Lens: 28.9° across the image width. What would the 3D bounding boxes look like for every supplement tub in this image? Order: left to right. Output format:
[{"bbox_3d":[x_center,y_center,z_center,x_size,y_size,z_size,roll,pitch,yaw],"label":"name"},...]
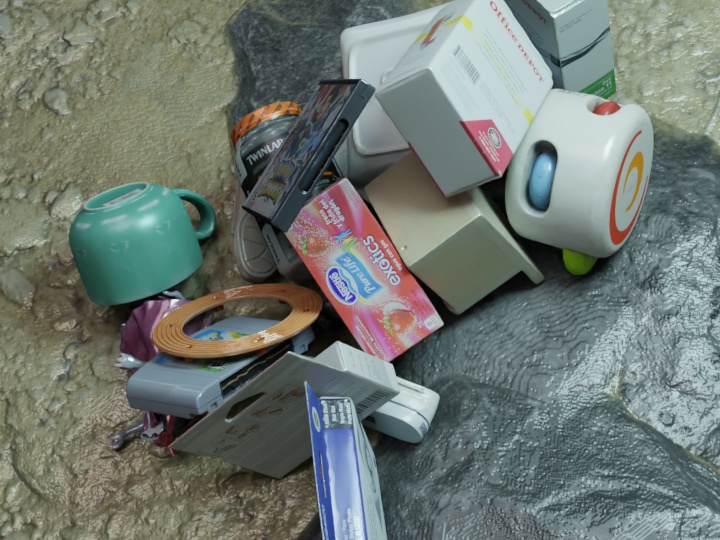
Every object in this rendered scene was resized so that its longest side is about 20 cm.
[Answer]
[{"bbox_3d":[-0.079,-0.099,1.723,0.122,0.123,0.201,-25,74,-2],"label":"supplement tub"}]

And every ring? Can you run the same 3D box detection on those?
[{"bbox_3d":[-0.140,0.061,1.603,0.199,0.019,0.201,-8,20,3],"label":"ring"}]

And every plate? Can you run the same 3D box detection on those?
[{"bbox_3d":[0.055,-0.216,1.689,0.199,0.032,0.201,-8,82,33],"label":"plate"}]

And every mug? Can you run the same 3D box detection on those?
[{"bbox_3d":[-0.280,-0.048,1.750,0.151,0.115,0.185,-12,21,17],"label":"mug"}]

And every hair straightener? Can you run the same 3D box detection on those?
[{"bbox_3d":[-0.058,0.060,1.673,0.199,0.077,0.041,-30,82,-6],"label":"hair straightener"}]

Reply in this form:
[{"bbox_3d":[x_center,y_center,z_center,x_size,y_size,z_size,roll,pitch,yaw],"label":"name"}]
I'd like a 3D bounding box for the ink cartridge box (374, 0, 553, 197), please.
[{"bbox_3d":[0.119,-0.200,1.542,0.083,0.145,0.200,-21,24,39],"label":"ink cartridge box"}]

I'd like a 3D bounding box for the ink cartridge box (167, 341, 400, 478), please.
[{"bbox_3d":[-0.086,0.146,1.522,0.200,0.176,0.045,-38,49,27],"label":"ink cartridge box"}]

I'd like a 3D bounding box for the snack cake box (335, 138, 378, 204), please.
[{"bbox_3d":[0.039,-0.192,1.758,0.115,0.067,0.201,39,108,32],"label":"snack cake box"}]

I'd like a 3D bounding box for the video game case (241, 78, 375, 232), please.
[{"bbox_3d":[-0.062,-0.133,1.568,0.025,0.200,0.181,33,89,-15],"label":"video game case"}]

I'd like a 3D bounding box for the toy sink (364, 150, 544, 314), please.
[{"bbox_3d":[0.109,-0.038,1.639,0.112,0.200,0.131,-36,55,11],"label":"toy sink"}]

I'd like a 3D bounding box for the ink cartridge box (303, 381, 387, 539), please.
[{"bbox_3d":[-0.008,0.241,1.472,0.040,0.200,0.201,-13,57,6],"label":"ink cartridge box"}]

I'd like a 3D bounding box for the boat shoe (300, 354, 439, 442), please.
[{"bbox_3d":[-0.004,0.131,1.620,0.199,0.072,0.066,19,60,23],"label":"boat shoe"}]

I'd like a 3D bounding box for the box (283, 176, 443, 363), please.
[{"bbox_3d":[0.000,0.000,1.595,0.094,0.103,0.201,-34,96,2],"label":"box"}]

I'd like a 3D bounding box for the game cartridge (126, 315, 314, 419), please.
[{"bbox_3d":[-0.162,0.104,1.576,0.133,0.041,0.200,0,22,39],"label":"game cartridge"}]

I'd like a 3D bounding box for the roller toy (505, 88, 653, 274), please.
[{"bbox_3d":[0.253,-0.118,1.641,0.139,0.183,0.201,16,63,24],"label":"roller toy"}]

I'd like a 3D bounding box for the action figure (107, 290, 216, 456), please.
[{"bbox_3d":[-0.230,0.136,1.676,0.148,0.134,0.201,-2,53,-20],"label":"action figure"}]

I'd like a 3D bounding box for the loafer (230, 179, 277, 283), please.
[{"bbox_3d":[-0.133,-0.066,1.793,0.071,0.063,0.201,15,56,-23],"label":"loafer"}]

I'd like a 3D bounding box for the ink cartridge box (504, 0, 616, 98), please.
[{"bbox_3d":[0.243,-0.311,1.755,0.083,0.200,0.147,-32,56,-7],"label":"ink cartridge box"}]
